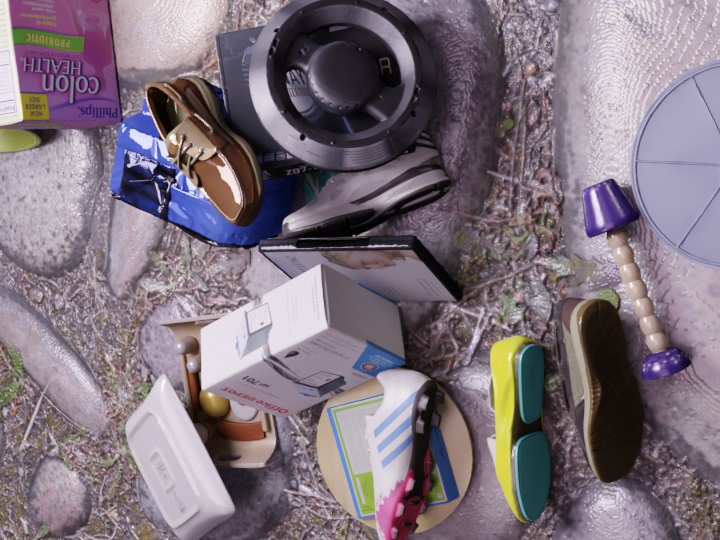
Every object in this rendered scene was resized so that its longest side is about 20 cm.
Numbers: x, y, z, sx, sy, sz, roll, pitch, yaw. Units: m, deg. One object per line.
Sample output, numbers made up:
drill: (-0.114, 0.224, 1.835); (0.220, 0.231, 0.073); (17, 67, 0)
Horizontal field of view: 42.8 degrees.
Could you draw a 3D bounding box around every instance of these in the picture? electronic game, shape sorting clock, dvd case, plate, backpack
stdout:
electronic game: (-0.018, -0.199, 0.956); (0.196, 0.042, 0.203); (1, 76, -5)
shape sorting clock: (0.040, 0.215, 1.099); (0.197, 0.039, 0.204); (3, 97, 25)
dvd case: (0.000, 0.000, 1.041); (0.197, 0.143, 0.018); (0, 66, 29)
plate: (-0.254, 0.263, 1.230); (0.202, 0.032, 0.200); (60, 143, 11)
backpack: (-0.176, -0.124, 1.095); (0.198, 0.162, 0.170); (28, 121, 20)

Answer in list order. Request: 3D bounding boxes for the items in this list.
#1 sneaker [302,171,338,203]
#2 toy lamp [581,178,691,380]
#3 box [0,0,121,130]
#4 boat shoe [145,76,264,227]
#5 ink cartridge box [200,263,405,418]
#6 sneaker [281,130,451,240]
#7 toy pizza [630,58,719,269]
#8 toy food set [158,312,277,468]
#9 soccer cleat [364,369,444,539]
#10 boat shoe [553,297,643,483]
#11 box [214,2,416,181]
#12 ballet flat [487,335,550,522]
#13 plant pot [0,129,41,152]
sneaker: (-0.054, -0.165, 1.076); (0.076, 0.079, 0.204); (-1, 97, 29)
toy lamp: (0.275, 0.007, 0.930); (0.058, 0.058, 0.203); (-19, 89, 30)
box: (-0.420, -0.291, 1.208); (0.095, 0.175, 0.204); (-2, 96, 29)
boat shoe: (-0.169, -0.124, 0.953); (0.201, 0.073, 0.076); (56, 129, 31)
ink cartridge box: (-0.069, 0.088, 1.071); (0.199, 0.146, 0.087); (-29, 53, 29)
sneaker: (-0.007, -0.109, 1.045); (0.198, 0.076, 0.117); (-21, 76, 1)
toy pizza: (0.361, -0.101, 0.880); (0.197, 0.032, 0.204); (5, 100, 28)
toy food set: (-0.195, 0.159, 1.211); (0.142, 0.060, 0.203); (-8, 94, 30)
soccer cleat: (0.039, 0.209, 1.047); (0.085, 0.069, 0.203); (16, 99, 35)
boat shoe: (0.244, 0.121, 0.960); (0.066, 0.071, 0.204); (24, 131, 63)
box: (-0.049, -0.192, 1.001); (0.197, 0.044, 0.163); (-10, 80, 1)
ballet flat: (0.170, 0.172, 1.014); (0.067, 0.066, 0.204); (2, 96, 50)
plant pot: (-0.550, -0.282, 1.293); (0.197, 0.199, 0.193); (-2, 84, 29)
